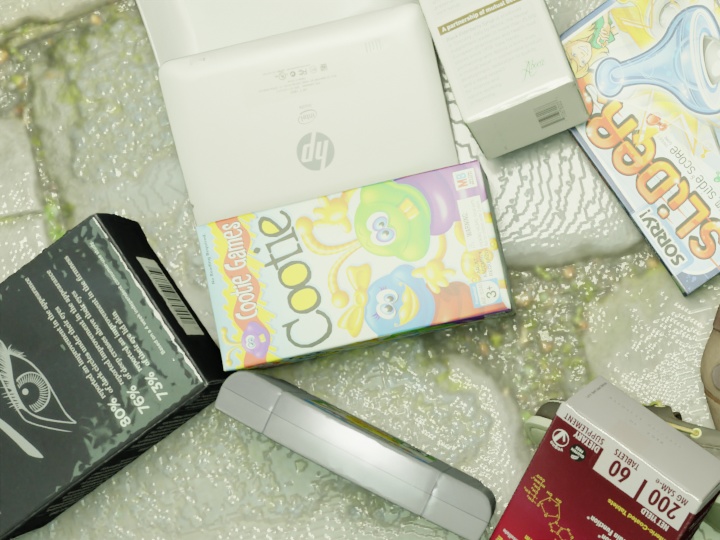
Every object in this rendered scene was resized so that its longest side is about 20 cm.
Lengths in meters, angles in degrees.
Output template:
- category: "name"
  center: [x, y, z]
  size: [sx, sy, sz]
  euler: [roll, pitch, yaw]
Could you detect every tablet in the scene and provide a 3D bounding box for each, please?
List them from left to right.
- category: "tablet"
  center: [-0.037, -0.107, 1.080]
  size: [0.198, 0.014, 0.132]
  euler: [-12, 103, 6]

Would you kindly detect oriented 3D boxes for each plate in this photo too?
- category: "plate"
  center: [-0.074, -0.233, 1.102]
  size: [0.198, 0.032, 0.202]
  euler: [-21, 85, 6]

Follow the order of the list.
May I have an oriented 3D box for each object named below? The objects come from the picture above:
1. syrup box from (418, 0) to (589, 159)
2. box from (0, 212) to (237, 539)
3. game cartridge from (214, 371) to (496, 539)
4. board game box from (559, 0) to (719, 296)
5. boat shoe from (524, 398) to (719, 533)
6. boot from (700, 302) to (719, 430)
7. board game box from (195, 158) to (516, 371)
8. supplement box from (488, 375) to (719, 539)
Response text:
- category: "syrup box"
  center: [0.083, -0.188, 1.030]
  size: [0.081, 0.079, 0.202]
  euler: [-21, 71, 10]
- category: "box"
  center: [-0.212, 0.077, 1.071]
  size: [0.199, 0.104, 0.149]
  euler: [-35, 83, 6]
- category: "game cartridge"
  center: [0.001, 0.124, 1.024]
  size: [0.199, 0.133, 0.041]
  euler: [26, 91, 8]
- category: "board game box"
  center: [0.224, -0.103, 1.051]
  size: [0.135, 0.034, 0.201]
  euler: [-36, 83, 5]
- category: "boat shoe"
  center: [0.208, 0.125, 1.016]
  size: [0.200, 0.072, 0.061]
  euler: [19, 65, 30]
- category: "boot"
  center: [0.327, 0.083, 1.000]
  size: [0.198, 0.070, 0.148]
  euler: [2, 100, 18]
- category: "board game box"
  center: [0.000, 0.000, 1.044]
  size: [0.198, 0.103, 0.106]
  euler: [-13, 85, 7]
- category: "supplement box"
  center: [0.146, 0.183, 0.985]
  size: [0.108, 0.061, 0.201]
  euler: [35, 121, 21]
